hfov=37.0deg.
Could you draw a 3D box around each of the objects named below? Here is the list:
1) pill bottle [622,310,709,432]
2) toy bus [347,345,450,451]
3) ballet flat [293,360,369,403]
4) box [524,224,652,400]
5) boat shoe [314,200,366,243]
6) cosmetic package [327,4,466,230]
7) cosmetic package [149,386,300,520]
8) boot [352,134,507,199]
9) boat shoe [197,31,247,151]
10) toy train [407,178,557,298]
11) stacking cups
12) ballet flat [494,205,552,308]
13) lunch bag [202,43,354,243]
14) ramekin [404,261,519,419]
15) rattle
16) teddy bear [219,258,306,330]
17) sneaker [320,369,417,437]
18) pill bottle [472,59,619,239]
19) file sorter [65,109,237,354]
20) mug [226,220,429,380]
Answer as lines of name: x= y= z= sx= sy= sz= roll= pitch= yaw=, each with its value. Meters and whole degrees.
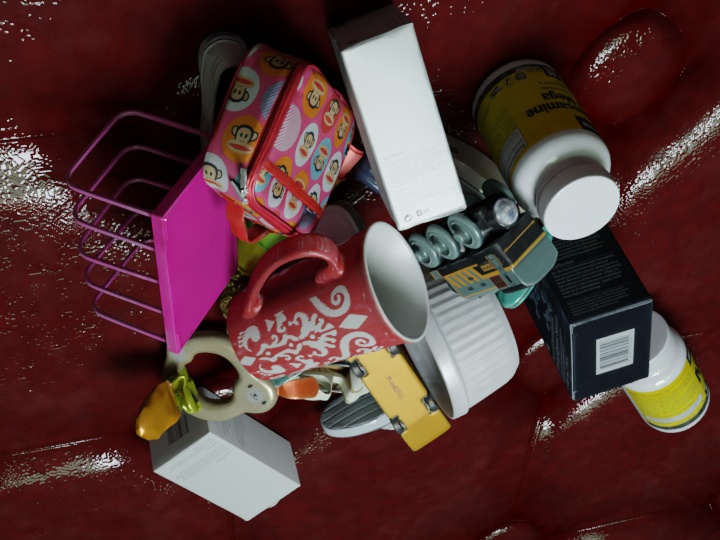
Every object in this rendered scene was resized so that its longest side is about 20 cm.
pill bottle: x=0.437 y=0.147 z=1.590 sx=0.114 sy=0.115 sz=0.200 roll=-31 pitch=136 yaw=11
toy bus: x=0.045 y=0.146 z=1.413 sx=0.065 sy=0.078 sz=0.201 roll=-32 pitch=118 yaw=3
ballet flat: x=-0.037 y=0.147 z=1.447 sx=0.198 sy=0.072 sz=0.072 roll=6 pitch=130 yaw=-26
box: x=0.277 y=0.031 z=1.356 sx=0.106 sy=0.201 sz=0.149 roll=-16 pitch=135 yaw=-3
boat shoe: x=-0.003 y=0.000 z=1.275 sx=0.071 sy=0.060 sz=0.204 roll=4 pitch=127 yaw=31
cosmetic package: x=0.037 y=-0.158 z=1.105 sx=0.080 sy=0.113 sz=0.202 roll=-18 pitch=116 yaw=-1
cosmetic package: x=-0.187 y=0.257 z=1.485 sx=0.107 sy=0.085 sz=0.200 roll=-34 pitch=135 yaw=14
boot: x=0.088 y=-0.106 z=1.253 sx=0.199 sy=0.073 sz=0.090 roll=27 pitch=121 yaw=-27
boat shoe: x=-0.135 y=-0.147 z=1.127 sx=0.073 sy=0.066 sz=0.201 roll=-15 pitch=136 yaw=-6
toy train: x=0.130 y=-0.023 z=1.179 sx=0.085 sy=0.114 sz=0.200 roll=-42 pitch=-174 yaw=-23
stacking cups: x=-0.076 y=-0.082 z=1.228 sx=0.060 sy=0.061 sz=0.200 roll=28 pitch=113 yaw=-38
ballet flat: x=0.201 y=-0.053 z=1.298 sx=0.070 sy=0.067 sz=0.201 roll=40 pitch=73 yaw=-30
lunch bag: x=-0.084 y=-0.113 z=1.080 sx=0.178 sy=0.081 sz=0.200 roll=-67 pitch=162 yaw=-5
ramekin: x=0.115 y=0.072 z=1.346 sx=0.104 sy=0.201 sz=0.201 roll=-26 pitch=137 yaw=-7
rattle: x=-0.158 y=0.153 z=1.326 sx=0.197 sy=0.143 sz=0.132 roll=14 pitch=100 yaw=3
teddy bear: x=-0.072 y=0.037 z=1.328 sx=0.198 sy=0.067 sz=0.146 roll=8 pitch=127 yaw=-28
sneaker: x=0.043 y=0.199 z=1.523 sx=0.198 sy=0.073 sz=0.071 roll=-18 pitch=133 yaw=-4
pill bottle: x=0.203 y=-0.131 z=1.171 sx=0.111 sy=0.201 sz=0.113 roll=-11 pitch=136 yaw=-11
file sorter: x=-0.216 y=-0.045 z=1.124 sx=0.124 sy=0.140 sz=0.201 roll=19 pitch=138 yaw=13
mug: x=-0.051 y=0.025 z=1.187 sx=0.198 sy=0.134 sz=0.178 roll=-21 pitch=114 yaw=28
